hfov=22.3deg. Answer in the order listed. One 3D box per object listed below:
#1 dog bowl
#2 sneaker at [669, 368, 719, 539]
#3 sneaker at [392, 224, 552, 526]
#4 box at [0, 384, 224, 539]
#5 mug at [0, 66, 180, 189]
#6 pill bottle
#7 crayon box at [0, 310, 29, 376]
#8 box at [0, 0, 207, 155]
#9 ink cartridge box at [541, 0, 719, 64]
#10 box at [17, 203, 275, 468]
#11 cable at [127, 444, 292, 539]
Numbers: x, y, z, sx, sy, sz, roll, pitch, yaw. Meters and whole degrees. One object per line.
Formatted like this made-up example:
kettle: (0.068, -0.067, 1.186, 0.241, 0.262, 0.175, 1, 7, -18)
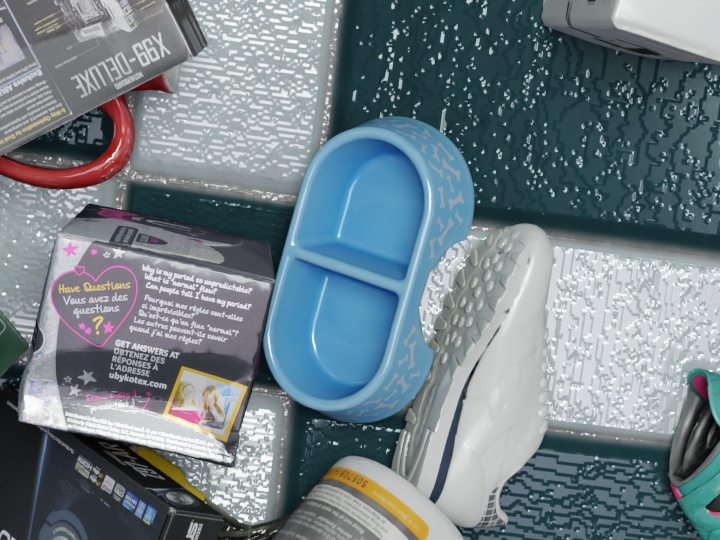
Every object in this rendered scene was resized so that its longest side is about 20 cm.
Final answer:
dog bowl: (0.000, 0.000, 1.159, 0.111, 0.049, 0.202, 18, 97, 22)
sneaker: (0.275, 0.093, 1.194, 0.121, 0.084, 0.200, 39, 95, -16)
sneaker: (0.088, 0.069, 1.184, 0.080, 0.076, 0.202, 18, 101, -15)
box: (-0.184, 0.182, 1.132, 0.043, 0.199, 0.161, 16, 99, -46)
mug: (-0.217, -0.148, 1.100, 0.198, 0.179, 0.134, -6, 141, 2)
pill bottle: (-0.030, 0.222, 1.125, 0.116, 0.116, 0.200, 45, 70, -7)
crayon box: (-0.293, -0.009, 1.089, 0.052, 0.199, 0.126, -47, 130, -17)
box: (-0.209, -0.151, 1.028, 0.199, 0.050, 0.159, -26, 102, 11)
ink cartridge box: (0.185, -0.204, 1.091, 0.082, 0.200, 0.148, 16, 97, -8)
box: (-0.125, 0.031, 1.103, 0.131, 0.200, 0.116, 13, 95, -5)
cable: (-0.091, 0.179, 1.197, 0.198, 0.050, 0.098, 16, 90, -4)
